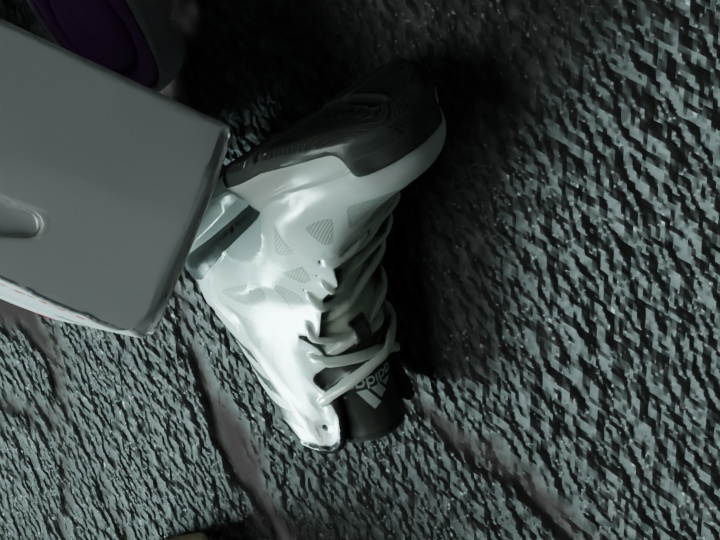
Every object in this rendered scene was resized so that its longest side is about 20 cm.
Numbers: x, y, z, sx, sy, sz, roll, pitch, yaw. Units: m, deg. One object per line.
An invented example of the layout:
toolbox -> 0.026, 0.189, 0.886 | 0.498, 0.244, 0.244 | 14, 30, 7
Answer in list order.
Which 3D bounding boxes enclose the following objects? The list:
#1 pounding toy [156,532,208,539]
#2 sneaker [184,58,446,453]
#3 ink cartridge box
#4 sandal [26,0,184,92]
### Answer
pounding toy -> -0.090, 0.235, 0.997 | 0.201, 0.183, 0.142 | 65, 161, 1
sneaker -> 0.000, 0.000, 0.798 | 0.116, 0.076, 0.200 | 57, 157, -4
ink cartridge box -> -0.146, -0.041, 0.824 | 0.085, 0.145, 0.200 | -67, 16, -4
sandal -> -0.138, -0.136, 0.846 | 0.082, 0.050, 0.203 | -7, 132, 47
